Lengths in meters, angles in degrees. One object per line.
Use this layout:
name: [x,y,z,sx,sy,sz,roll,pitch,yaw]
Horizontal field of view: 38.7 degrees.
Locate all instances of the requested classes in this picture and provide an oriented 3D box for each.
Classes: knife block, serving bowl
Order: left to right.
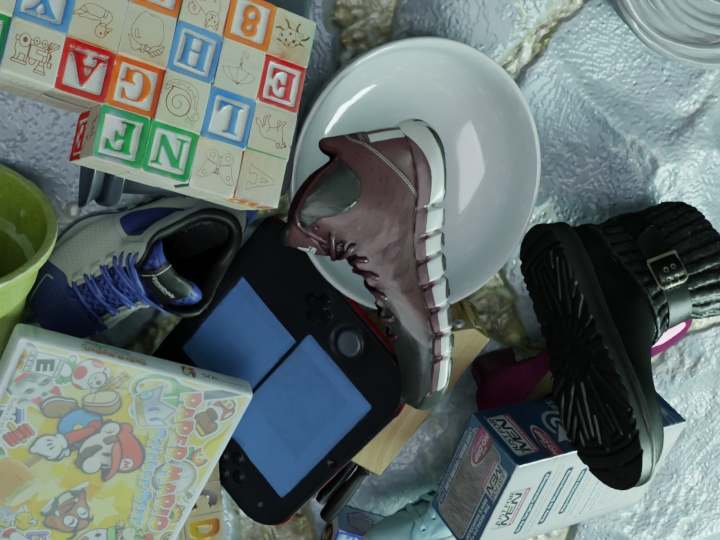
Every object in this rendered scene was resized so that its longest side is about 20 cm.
knife block: [0.014,0.125,0.868,0.197,0.064,0.178,-10,115,-2]
serving bowl: [0.034,-0.074,0.769,0.197,0.066,0.204,-6,107,-19]

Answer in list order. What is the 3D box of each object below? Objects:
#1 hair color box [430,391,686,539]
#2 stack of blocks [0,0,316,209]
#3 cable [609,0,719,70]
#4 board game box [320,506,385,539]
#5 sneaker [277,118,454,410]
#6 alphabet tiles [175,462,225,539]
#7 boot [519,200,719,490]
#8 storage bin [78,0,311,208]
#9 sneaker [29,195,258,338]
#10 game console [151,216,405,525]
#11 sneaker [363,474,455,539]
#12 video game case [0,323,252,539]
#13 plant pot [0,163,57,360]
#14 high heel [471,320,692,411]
hair color box: [0.161,0.153,0.823,0.198,0.061,0.101,-5,128,-36]
stack of blocks: [-0.133,-0.115,0.584,0.198,0.058,0.117,15,85,-30]
cable: [0.263,-0.247,0.727,0.200,0.069,0.200,-41,111,13]
board game box: [0.034,0.337,0.976,0.197,0.041,0.202,17,111,-13]
sneaker: [0.000,0.000,0.708,0.114,0.076,0.204,-5,96,-14]
alphabet tiles: [-0.192,0.207,0.824,0.164,0.008,0.203,-8,121,-14]
boot: [0.222,0.048,0.776,0.156,0.079,0.214,-5,72,-26]
storage bin: [-0.113,-0.134,0.699,0.132,0.145,0.204,7,89,-19]
sneaker: [-0.165,-0.004,0.764,0.198,0.115,0.081,-30,113,8]
game console: [-0.070,0.086,0.804,0.177,0.031,0.200,47,115,6]
sneaker: [0.089,0.194,0.901,0.197,0.074,0.083,-15,100,-17]
video game case: [-0.200,0.145,0.761,0.180,0.023,0.202,18,113,-30]
plant pot: [-0.324,0.040,0.734,0.197,0.201,0.186,9,121,-10]
high heel: [0.191,0.084,0.850,0.197,0.096,0.068,-21,115,4]
